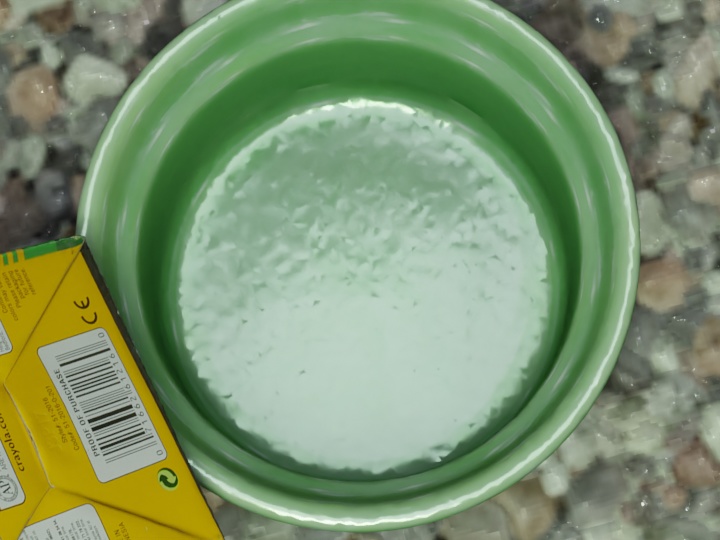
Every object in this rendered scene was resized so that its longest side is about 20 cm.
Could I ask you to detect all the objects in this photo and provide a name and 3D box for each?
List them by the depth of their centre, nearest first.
[{"bbox_3d":[-0.167,0.093,0.932,0.123,0.200,0.125,-17,76,-46],"label":"chalk box"},{"bbox_3d":[0.000,0.000,0.983,0.198,0.098,0.202,0,78,2],"label":"ramekin"}]
